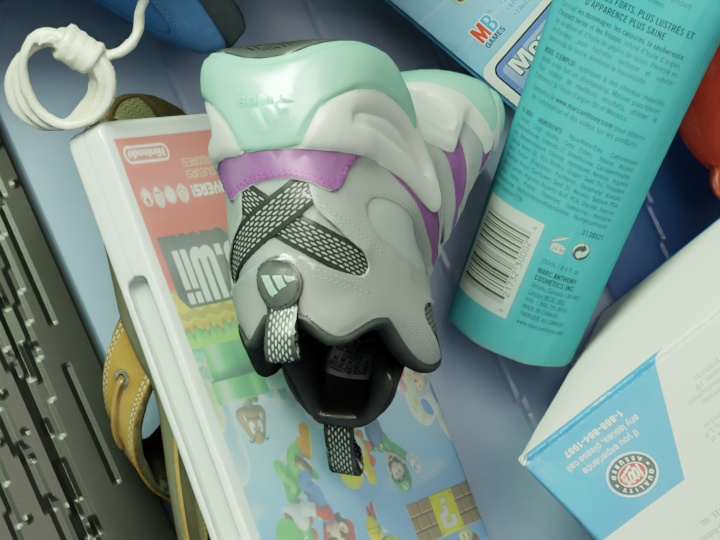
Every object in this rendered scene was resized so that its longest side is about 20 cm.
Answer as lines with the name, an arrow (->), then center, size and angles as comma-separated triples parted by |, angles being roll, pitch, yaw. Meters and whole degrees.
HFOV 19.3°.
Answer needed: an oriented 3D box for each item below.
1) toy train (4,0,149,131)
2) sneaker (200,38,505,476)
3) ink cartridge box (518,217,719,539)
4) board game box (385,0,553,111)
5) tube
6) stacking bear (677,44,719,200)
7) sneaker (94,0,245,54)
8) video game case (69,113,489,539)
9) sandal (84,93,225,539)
toy train -> -0.130, -0.147, 0.677 | 0.200, 0.056, 0.150 | 42, 111, -17
sneaker -> 0.000, 0.000, 0.734 | 0.078, 0.200, 0.140 | -3, 89, 23
ink cartridge box -> 0.183, 0.078, 0.768 | 0.200, 0.129, 0.125 | 46, 31, -5
board game box -> 0.069, -0.183, 0.790 | 0.196, 0.056, 0.200 | 40, 110, -6
tube -> 0.088, -0.063, 0.775 | 0.077, 0.050, 0.200 | 26, 110, 15
stacking bear -> 0.212, -0.094, 0.844 | 0.200, 0.114, 0.122 | -25, 108, -22
sneaker -> -0.133, -0.133, 0.762 | 0.200, 0.066, 0.078 | 40, 84, -8
video game case -> -0.021, 0.039, 0.750 | 0.143, 0.017, 0.200 | -12, 80, -58
sandal -> -0.066, 0.037, 0.753 | 0.082, 0.055, 0.200 | -9, 78, -57
